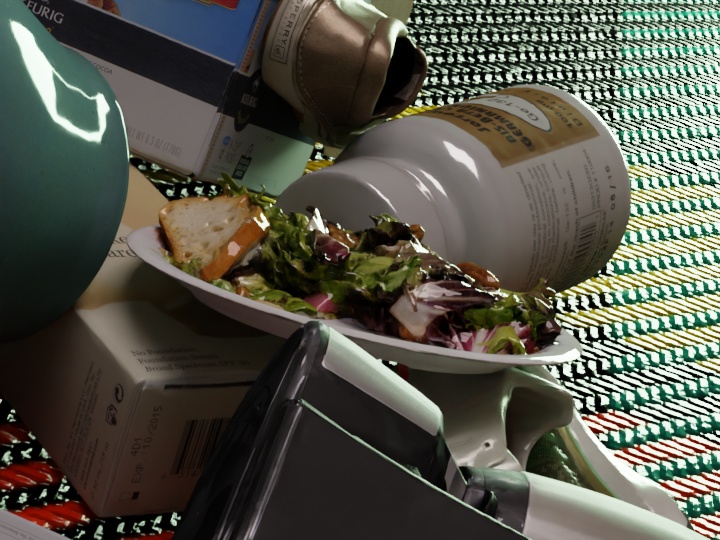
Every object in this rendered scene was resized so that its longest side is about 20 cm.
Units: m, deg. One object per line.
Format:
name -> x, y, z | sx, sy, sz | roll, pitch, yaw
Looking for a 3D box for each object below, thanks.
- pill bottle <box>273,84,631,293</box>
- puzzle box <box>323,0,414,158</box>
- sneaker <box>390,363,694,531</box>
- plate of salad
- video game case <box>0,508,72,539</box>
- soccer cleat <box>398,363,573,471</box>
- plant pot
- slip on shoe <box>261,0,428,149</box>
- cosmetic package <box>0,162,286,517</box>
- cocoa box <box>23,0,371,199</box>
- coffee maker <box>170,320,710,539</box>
pill bottle -> 0.044, -0.026, 1.219 | 0.114, 0.115, 0.200 | 31, 28, 25
puzzle box -> 0.021, -0.176, 1.408 | 0.025, 0.200, 0.133 | 17, 26, -4
sneaker -> 0.061, 0.097, 1.045 | 0.088, 0.077, 0.200 | -14, 36, -33
plate of salad -> 0.000, 0.000, 1.017 | 0.199, 0.048, 0.200 | 14, 8, -2
video game case -> -0.138, 0.147, 0.820 | 0.200, 0.023, 0.182 | 25, 31, -2
soccer cleat -> 0.026, 0.099, 0.962 | 0.077, 0.069, 0.200 | 5, 37, 23
plant pot -> -0.201, -0.052, 0.958 | 0.200, 0.200, 0.188 | 38, 10, 35
slip on shoe -> 0.004, -0.100, 1.216 | 0.060, 0.076, 0.200 | 19, -4, 13
cosmetic package -> -0.112, 0.022, 1.068 | 0.105, 0.071, 0.200 | -2, 32, -39
cocoa box -> -0.091, -0.124, 1.231 | 0.133, 0.132, 0.200 | 23, 3, 12
coffee maker -> 0.031, 0.134, 0.817 | 0.200, 0.135, 0.192 | 26, 30, -9
